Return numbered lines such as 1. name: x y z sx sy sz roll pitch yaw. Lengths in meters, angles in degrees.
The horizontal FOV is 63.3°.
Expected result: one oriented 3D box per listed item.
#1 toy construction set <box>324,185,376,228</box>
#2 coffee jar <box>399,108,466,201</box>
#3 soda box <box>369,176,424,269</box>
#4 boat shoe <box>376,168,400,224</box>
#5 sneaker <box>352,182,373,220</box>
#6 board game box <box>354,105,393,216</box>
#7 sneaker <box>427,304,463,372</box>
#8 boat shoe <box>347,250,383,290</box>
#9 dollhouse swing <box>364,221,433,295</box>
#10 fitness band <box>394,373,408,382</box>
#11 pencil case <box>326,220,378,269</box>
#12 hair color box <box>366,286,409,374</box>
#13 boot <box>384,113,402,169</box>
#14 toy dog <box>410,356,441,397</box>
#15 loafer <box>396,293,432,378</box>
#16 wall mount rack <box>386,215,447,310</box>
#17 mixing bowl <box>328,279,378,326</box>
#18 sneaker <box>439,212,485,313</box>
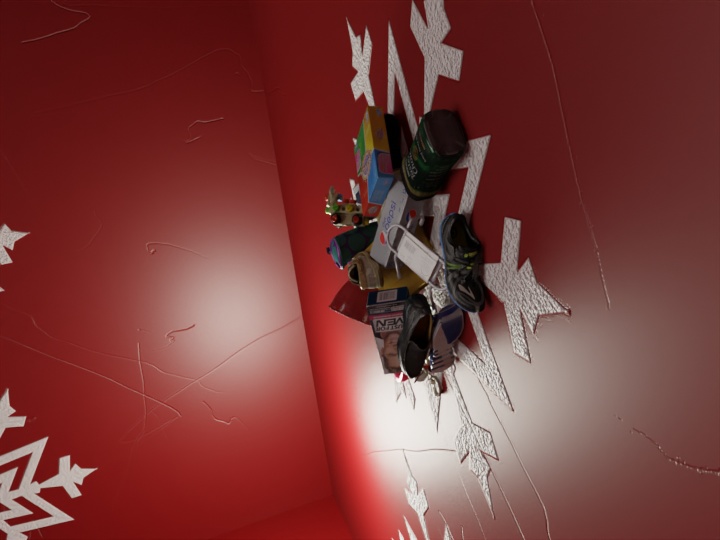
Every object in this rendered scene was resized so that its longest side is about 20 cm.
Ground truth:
1. toy construction set: -0.021 -0.181 1.559 0.194 0.091 0.137 1 81 32
2. coffee jar: 0.142 -0.228 1.195 0.201 0.082 0.108 116 139 -67
3. soda box: 0.087 -0.110 1.357 0.068 0.062 0.206 40 124 41
4. boat shoe: 0.085 -0.156 1.457 0.204 0.071 0.068 96 160 -48
5. sneaker: 0.031 -0.208 1.647 0.200 0.068 0.113 145 112 -75
6. board game box: 0.029 -0.258 1.388 0.154 0.039 0.206 115 152 -58
7. sneaker: 0.175 0.138 1.369 0.203 0.078 0.117 93 157 -48
8. boat shoe: 0.000 0.000 1.438 0.200 0.064 0.077 -149 47 -73
9. dollhouse swing: 0.128 0.007 1.470 0.181 0.173 0.204 39 -156 -55
10. fitness band: 0.114 0.245 1.764 0.204 0.036 0.145 92 157 -44
11. pencil case: 0.009 -0.073 1.588 0.085 0.195 0.095 41 144 46
12. hair color box: 0.083 0.144 1.378 0.061 0.096 0.205 -76 -25 -57
13. boot: 0.063 -0.295 1.485 0.097 0.072 0.208 -117 29 -69
14. toy dog: 0.146 0.235 1.517 0.133 0.093 0.206 -125 27 -55
15. loafer: 0.124 0.159 1.303 0.073 0.070 0.207 -124 30 -60
16. wall mount rack: 0.134 -0.012 1.290 0.200 0.073 0.178 43 126 30
17. mixing bowl: 0.018 0.082 1.595 0.112 0.194 0.200 -70 19 1
18. sneaker: 0.204 -0.016 1.161 0.083 0.068 0.207 138 121 -77
